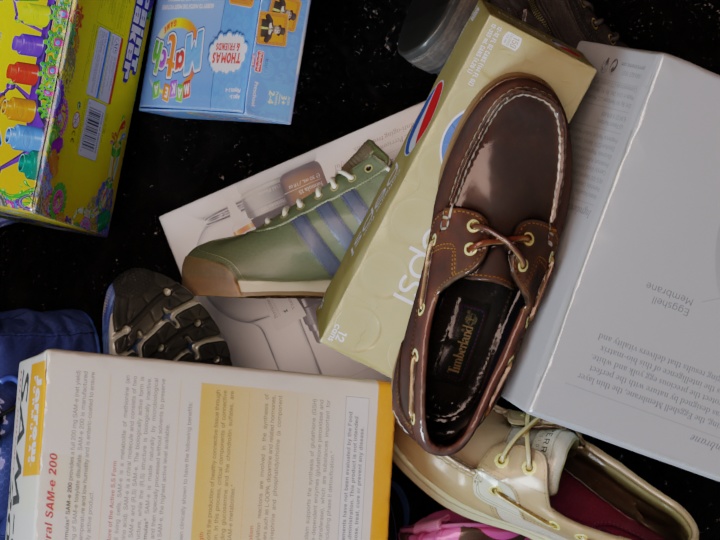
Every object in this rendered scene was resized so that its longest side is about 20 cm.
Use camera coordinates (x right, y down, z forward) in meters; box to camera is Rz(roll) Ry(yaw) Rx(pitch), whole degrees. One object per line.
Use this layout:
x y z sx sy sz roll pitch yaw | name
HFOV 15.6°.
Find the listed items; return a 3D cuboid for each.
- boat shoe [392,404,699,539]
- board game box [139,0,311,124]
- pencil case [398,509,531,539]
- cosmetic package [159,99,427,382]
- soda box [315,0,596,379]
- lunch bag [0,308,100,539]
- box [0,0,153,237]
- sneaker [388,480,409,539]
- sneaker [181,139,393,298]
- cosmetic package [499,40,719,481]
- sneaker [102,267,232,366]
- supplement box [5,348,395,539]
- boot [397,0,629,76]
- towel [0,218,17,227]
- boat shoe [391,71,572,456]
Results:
0.102 0.112 1.474 0.199 0.074 0.066 30 139 -3 | boat shoe
-0.071 -0.188 1.539 0.036 0.151 0.201 10 89 -28 | board game box
0.052 0.235 1.507 0.091 0.093 0.201 -3 81 52 | pencil case
0.000 0.000 1.557 0.199 0.052 0.152 -23 85 11 | cosmetic package
0.049 -0.040 1.420 0.067 0.064 0.201 26 100 -9 | soda box
-0.237 0.092 1.517 0.132 0.200 0.137 0 84 -29 | lunch bag
-0.237 -0.139 1.559 0.192 0.122 0.201 11 87 16 | box
-0.024 0.213 1.537 0.070 0.078 0.201 14 90 13 | sneaker
-0.003 -0.029 1.498 0.199 0.067 0.090 -1 90 5 | sneaker
0.189 0.004 1.435 0.198 0.123 0.201 20 91 -19 | cosmetic package
-0.119 0.083 1.527 0.078 0.201 0.089 -29 38 -25 | sneaker
-0.087 0.116 1.424 0.199 0.073 0.127 7 81 -19 | supplement box
0.122 -0.139 1.504 0.174 0.069 0.201 36 71 -22 | boot
-0.293 -0.106 1.643 0.144 0.024 0.201 -17 84 11 | towel
0.067 -0.001 1.363 0.070 0.070 0.201 12 102 -6 | boat shoe
